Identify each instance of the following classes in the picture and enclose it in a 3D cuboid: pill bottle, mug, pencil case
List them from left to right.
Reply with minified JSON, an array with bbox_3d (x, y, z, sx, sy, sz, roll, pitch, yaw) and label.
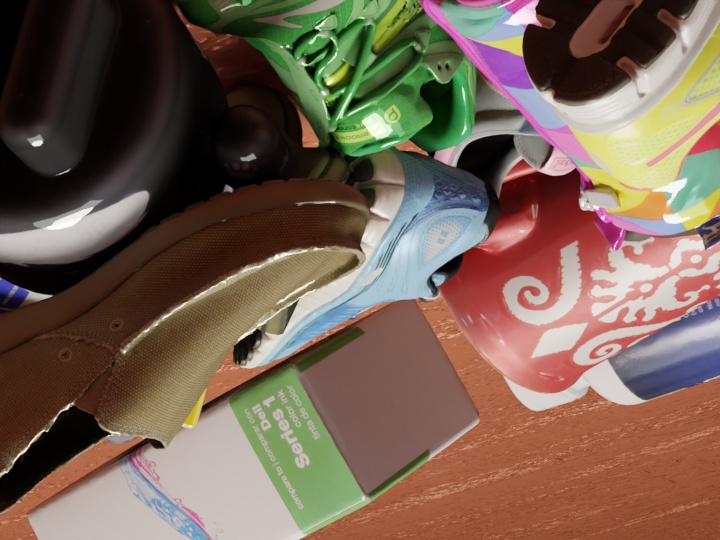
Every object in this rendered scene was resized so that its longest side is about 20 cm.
[{"bbox_3d":[0.091,-0.086,1.128,0.088,0.088,0.200,-19,141,20],"label":"pencil case"},{"bbox_3d":[0.137,-0.032,1.374,0.200,0.134,0.177,-28,180,32],"label":"mug"},{"bbox_3d":[0.177,0.012,1.625,0.200,0.111,0.111,-20,164,24],"label":"pill bottle"}]

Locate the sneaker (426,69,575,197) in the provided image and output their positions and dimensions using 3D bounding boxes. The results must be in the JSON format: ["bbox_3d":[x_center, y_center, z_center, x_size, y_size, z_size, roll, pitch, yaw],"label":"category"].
[{"bbox_3d":[0.097,-0.089,1.240,0.070,0.082,0.200,-2,161,-35],"label":"sneaker"}]

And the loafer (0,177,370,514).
[{"bbox_3d":[-0.079,0.031,1.074,0.200,0.067,0.076,-28,164,10],"label":"loafer"}]

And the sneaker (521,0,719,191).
[{"bbox_3d":[0.139,-0.111,1.058,0.200,0.078,0.090,-46,138,-16],"label":"sneaker"}]

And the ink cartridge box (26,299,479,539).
[{"bbox_3d":[-0.058,0.106,1.526,0.200,0.084,0.145,-30,180,30],"label":"ink cartridge box"}]

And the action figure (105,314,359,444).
[{"bbox_3d":[-0.102,0.050,1.499,0.200,0.105,0.193,1,-176,-4],"label":"action figure"}]

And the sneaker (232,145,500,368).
[{"bbox_3d":[0.000,0.000,1.284,0.090,0.078,0.200,7,163,-21],"label":"sneaker"}]

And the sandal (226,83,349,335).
[{"bbox_3d":[-0.052,-0.030,1.209,0.057,0.080,0.201,17,-168,-18],"label":"sandal"}]

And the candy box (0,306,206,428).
[{"bbox_3d":[-0.172,0.023,1.287,0.200,0.026,0.102,16,-173,-13],"label":"candy box"}]

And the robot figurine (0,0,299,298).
[{"bbox_3d":[-0.115,-0.060,1.089,0.125,0.150,0.200,-38,163,-1],"label":"robot figurine"}]

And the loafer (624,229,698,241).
[{"bbox_3d":[0.175,-0.091,1.241,0.071,0.073,0.200,8,136,-30],"label":"loafer"}]

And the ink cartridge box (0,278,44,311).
[{"bbox_3d":[-0.191,-0.028,1.213,0.200,0.037,0.095,13,149,-21],"label":"ink cartridge box"}]

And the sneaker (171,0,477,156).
[{"bbox_3d":[-0.002,-0.092,1.139,0.074,0.084,0.200,-21,163,27],"label":"sneaker"}]
